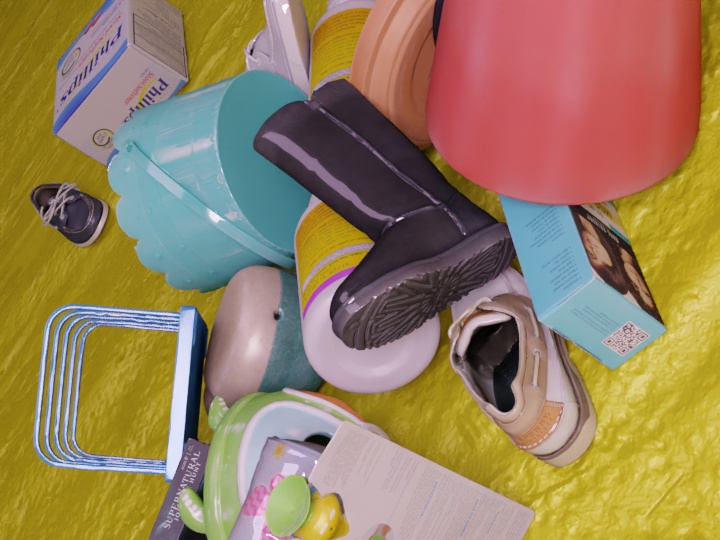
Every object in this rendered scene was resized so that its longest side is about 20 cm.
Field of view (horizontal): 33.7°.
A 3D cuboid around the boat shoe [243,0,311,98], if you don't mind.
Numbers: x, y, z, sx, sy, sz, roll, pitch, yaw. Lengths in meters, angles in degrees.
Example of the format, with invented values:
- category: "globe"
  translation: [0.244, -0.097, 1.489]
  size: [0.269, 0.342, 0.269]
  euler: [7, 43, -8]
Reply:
- category: "boat shoe"
  translation: [-0.081, -0.202, 1.180]
  size: [0.068, 0.201, 0.073]
  euler: [-3, 58, 5]

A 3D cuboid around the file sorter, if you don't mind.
- category: "file sorter"
  translation: [-0.202, 0.105, 1.033]
  size: [0.200, 0.121, 0.140]
  euler: [126, 148, -81]

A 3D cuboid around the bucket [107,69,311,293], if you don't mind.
- category: "bucket"
  translation: [-0.122, -0.086, 1.139]
  size: [0.134, 0.207, 0.209]
  euler: [-16, 51, 37]

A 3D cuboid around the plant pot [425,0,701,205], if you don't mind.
- category: "plant pot"
  translation: [0.140, -0.173, 0.788]
  size: [0.198, 0.178, 0.201]
  euler: [-1, 44, 1]

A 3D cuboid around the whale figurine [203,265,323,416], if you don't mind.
- category: "whale figurine"
  translation: [-0.087, 0.080, 1.071]
  size: [0.200, 0.103, 0.160]
  euler: [127, 154, -59]

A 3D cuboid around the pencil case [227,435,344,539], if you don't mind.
- category: "pencil case"
  translation: [-0.053, 0.210, 0.772]
  size: [0.090, 0.083, 0.202]
  euler: [16, 80, 22]

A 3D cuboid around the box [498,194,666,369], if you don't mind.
- category: "box"
  translation: [0.144, -0.032, 0.834]
  size: [0.049, 0.082, 0.201]
  euler: [-40, 37, 26]

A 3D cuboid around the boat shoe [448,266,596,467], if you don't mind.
- category: "boat shoe"
  translation: [0.101, 0.048, 0.841]
  size: [0.075, 0.068, 0.200]
  euler: [-49, 33, 16]

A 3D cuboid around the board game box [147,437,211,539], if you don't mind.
- category: "board game box"
  translation: [-0.137, 0.248, 0.951]
  size: [0.028, 0.135, 0.201]
  euler: [14, 72, 23]

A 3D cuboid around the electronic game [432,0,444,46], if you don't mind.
- category: "electronic game"
  translation: [0.136, -0.230, 0.911]
  size: [0.200, 0.199, 0.042]
  euler: [-51, 61, 14]

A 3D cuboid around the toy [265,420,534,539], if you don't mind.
- category: "toy"
  translation: [0.016, 0.166, 0.735]
  size: [0.047, 0.199, 0.116]
  euler: [28, 87, 46]

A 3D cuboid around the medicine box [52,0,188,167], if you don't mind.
- category: "medicine box"
  translation: [-0.340, -0.282, 1.681]
  size: [0.182, 0.103, 0.201]
  euler: [-44, 35, 23]

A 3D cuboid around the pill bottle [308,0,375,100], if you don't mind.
- category: "pill bottle"
  translation: [0.002, -0.185, 1.131]
  size: [0.104, 0.104, 0.201]
  euler: [-33, 41, 35]

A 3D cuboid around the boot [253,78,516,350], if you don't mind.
- category: "boot"
  translation: [-0.010, -0.047, 0.846]
  size: [0.200, 0.164, 0.066]
  euler: [46, 139, 26]

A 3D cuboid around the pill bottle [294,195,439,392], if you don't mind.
- category: "pill bottle"
  translation: [0.000, 0.000, 0.961]
  size: [0.104, 0.104, 0.201]
  euler: [-45, 27, 21]

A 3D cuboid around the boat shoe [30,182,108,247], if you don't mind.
- category: "boat shoe"
  translation: [-0.407, -0.086, 1.652]
  size: [0.075, 0.062, 0.200]
  euler: [-58, 33, -2]

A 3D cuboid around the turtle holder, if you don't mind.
- category: "turtle holder"
  translation: [-0.050, 0.172, 0.878]
  size: [0.131, 0.142, 0.186]
  euler: [-9, 29, 27]

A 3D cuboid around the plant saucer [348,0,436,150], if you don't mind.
- category: "plant saucer"
  translation: [0.071, -0.183, 0.969]
  size: [0.032, 0.200, 0.201]
  euler: [37, 96, 29]
